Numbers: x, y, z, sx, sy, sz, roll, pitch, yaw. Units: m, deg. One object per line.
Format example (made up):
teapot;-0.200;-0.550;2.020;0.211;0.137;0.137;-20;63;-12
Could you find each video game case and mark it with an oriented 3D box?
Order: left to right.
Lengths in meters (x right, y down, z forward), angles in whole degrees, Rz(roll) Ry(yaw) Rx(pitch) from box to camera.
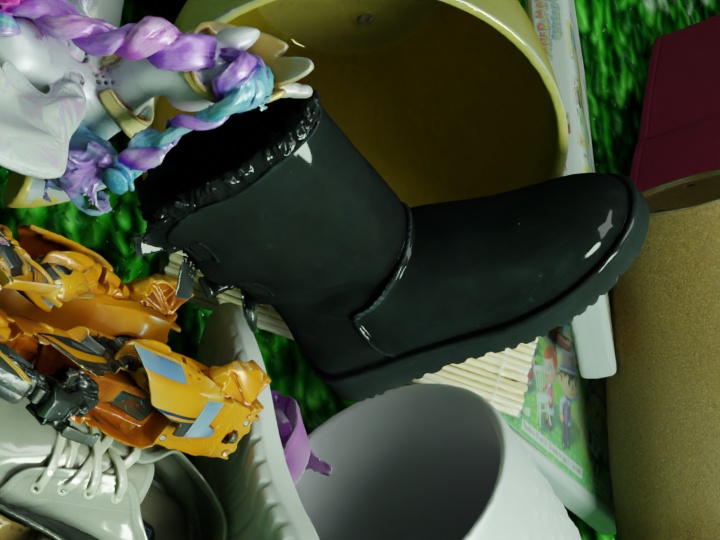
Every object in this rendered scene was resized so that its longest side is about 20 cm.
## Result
video game case;0.107;0.029;1.628;0.200;0.022;0.182;39;50;-54
video game case;0.107;-0.064;1.524;0.200;0.023;0.182;72;13;-65

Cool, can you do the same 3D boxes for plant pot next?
plant pot;-0.005;-0.103;1.422;0.200;0.200;0.142;42;30;-33
plant pot;0.209;0.050;1.608;0.186;0.186;0.200;-27;105;-50

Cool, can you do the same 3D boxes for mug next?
mug;0.044;0.152;1.477;0.175;0.147;0.200;55;13;-34

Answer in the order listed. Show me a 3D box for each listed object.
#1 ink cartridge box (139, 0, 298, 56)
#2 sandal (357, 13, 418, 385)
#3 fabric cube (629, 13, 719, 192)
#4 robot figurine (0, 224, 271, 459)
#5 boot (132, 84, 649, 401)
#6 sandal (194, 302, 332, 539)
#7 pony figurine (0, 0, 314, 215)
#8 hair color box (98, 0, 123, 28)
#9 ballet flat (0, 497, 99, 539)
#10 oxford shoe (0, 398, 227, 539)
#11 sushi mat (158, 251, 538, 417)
ink cartridge box;-0.053;-0.203;1.540;0.099;0.039;0.200;35;55;-37
sandal;0.013;-0.035;1.553;0.080;0.054;0.200;7;69;-59
fabric cube;0.296;-0.045;1.748;0.196;0.199;0.200;48;38;-31
robot figurine;-0.135;0.021;1.316;0.200;0.058;0.145;24;17;-51
boot;0.010;-0.027;1.350;0.162;0.198;0.073;44;32;-35
sandal;-0.039;0.104;1.393;0.050;0.083;0.203;4;47;-24
pony figurine;-0.144;-0.094;1.273;0.193;0.200;0.167;28;59;-41
hair color box;-0.155;-0.213;1.408;0.099;0.061;0.200;30;58;-41
ballet flat;-0.162;0.132;1.282;0.200;0.068;0.068;33;94;-34
oxford shoe;-0.134;0.086;1.342;0.200;0.058;0.075;36;55;-35
sushi mat;0.000;0.000;1.483;0.200;0.012;0.096;20;68;-14
